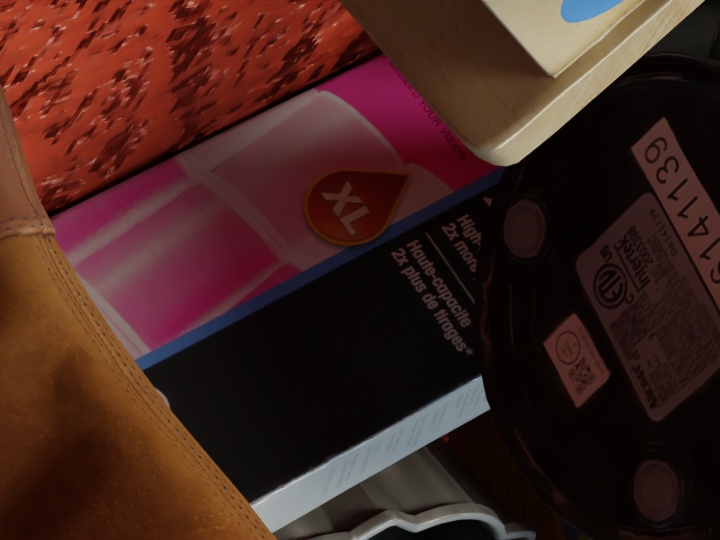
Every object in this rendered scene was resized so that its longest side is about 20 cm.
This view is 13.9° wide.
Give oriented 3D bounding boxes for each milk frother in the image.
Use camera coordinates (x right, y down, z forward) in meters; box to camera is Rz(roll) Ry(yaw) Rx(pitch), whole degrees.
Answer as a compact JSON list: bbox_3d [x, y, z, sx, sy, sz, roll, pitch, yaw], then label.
[{"bbox_3d":[0.154,-0.033,0.723,0.188,0.181,0.200,1,161,-43],"label":"milk frother"}]

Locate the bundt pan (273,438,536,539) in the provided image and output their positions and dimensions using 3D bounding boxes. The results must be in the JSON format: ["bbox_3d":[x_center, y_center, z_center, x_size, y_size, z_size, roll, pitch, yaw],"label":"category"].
[{"bbox_3d":[-0.041,0.117,1.002,0.201,0.076,0.202,-24,151,-15],"label":"bundt pan"}]

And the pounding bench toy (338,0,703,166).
[{"bbox_3d":[0.039,-0.083,0.441,0.124,0.200,0.156,-41,163,4],"label":"pounding bench toy"}]

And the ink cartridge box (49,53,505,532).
[{"bbox_3d":[0.000,0.000,0.779,0.200,0.095,0.037,-27,160,-24],"label":"ink cartridge box"}]

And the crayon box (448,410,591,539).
[{"bbox_3d":[0.084,0.117,1.046,0.051,0.128,0.200,4,-178,-19],"label":"crayon box"}]

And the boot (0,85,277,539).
[{"bbox_3d":[-0.109,0.056,0.543,0.188,0.200,0.068,-36,167,12],"label":"boot"}]
